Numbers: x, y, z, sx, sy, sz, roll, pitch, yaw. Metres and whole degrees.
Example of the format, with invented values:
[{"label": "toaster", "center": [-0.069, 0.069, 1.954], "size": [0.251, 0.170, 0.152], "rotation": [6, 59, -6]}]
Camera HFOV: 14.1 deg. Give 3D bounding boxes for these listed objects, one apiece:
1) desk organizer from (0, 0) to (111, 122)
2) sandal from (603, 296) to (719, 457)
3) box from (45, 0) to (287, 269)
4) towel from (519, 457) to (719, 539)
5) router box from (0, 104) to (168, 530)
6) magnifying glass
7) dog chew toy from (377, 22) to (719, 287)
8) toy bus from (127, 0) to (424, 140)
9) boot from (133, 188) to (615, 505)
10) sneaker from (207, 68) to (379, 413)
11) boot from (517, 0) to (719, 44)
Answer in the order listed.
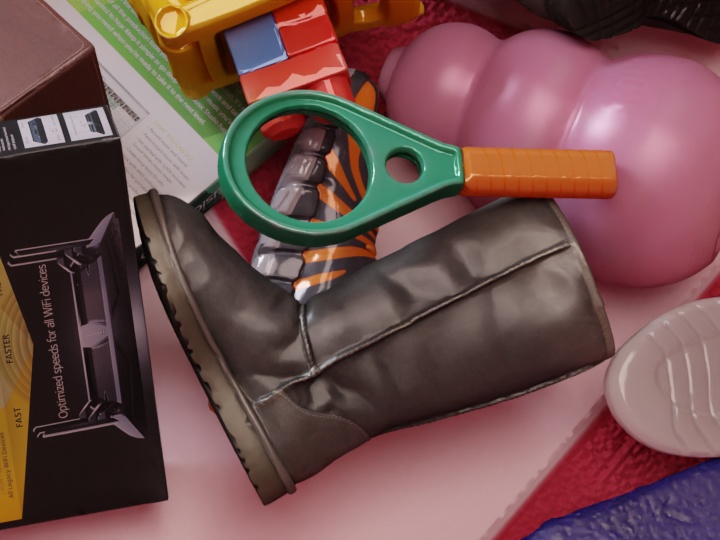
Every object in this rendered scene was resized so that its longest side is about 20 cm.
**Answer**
[{"label": "desk organizer", "center": [-0.222, -0.130, 1.507], "size": [0.077, 0.072, 0.200], "rotation": [-38, 61, -18]}, {"label": "sandal", "center": [0.211, 0.047, 1.533], "size": [0.202, 0.050, 0.083], "rotation": [-19, 86, -25]}, {"label": "box", "center": [-0.156, -0.062, 1.540], "size": [0.200, 0.036, 0.144], "rotation": [-41, 78, -16]}, {"label": "towel", "center": [0.176, 0.205, 1.473], "size": [0.147, 0.050, 0.200], "rotation": [-18, 72, -19]}, {"label": "router box", "center": [-0.185, 0.030, 1.432], "size": [0.157, 0.052, 0.201], "rotation": [-9, 113, -9]}, {"label": "magnifying glass", "center": [0.029, -0.050, 1.429], "size": [0.199, 0.022, 0.080], "rotation": [2, 65, -14]}, {"label": "dog chew toy", "center": [0.104, -0.071, 1.528], "size": [0.199, 0.125, 0.125], "rotation": [22, 69, 11]}, {"label": "toy bus", "center": [-0.029, -0.166, 1.491], "size": [0.199, 0.136, 0.192], "rotation": [-23, 73, -2]}, {"label": "boot", "center": [0.006, 0.005, 1.444], "size": [0.200, 0.073, 0.182], "rotation": [-27, 98, -3]}, {"label": "sneaker", "center": [0.000, 0.000, 1.519], "size": [0.112, 0.078, 0.201], "rotation": [19, 79, -4]}, {"label": "boot", "center": [0.130, -0.172, 1.580], "size": [0.200, 0.068, 0.130], "rotation": [-5, 22, -44]}]
